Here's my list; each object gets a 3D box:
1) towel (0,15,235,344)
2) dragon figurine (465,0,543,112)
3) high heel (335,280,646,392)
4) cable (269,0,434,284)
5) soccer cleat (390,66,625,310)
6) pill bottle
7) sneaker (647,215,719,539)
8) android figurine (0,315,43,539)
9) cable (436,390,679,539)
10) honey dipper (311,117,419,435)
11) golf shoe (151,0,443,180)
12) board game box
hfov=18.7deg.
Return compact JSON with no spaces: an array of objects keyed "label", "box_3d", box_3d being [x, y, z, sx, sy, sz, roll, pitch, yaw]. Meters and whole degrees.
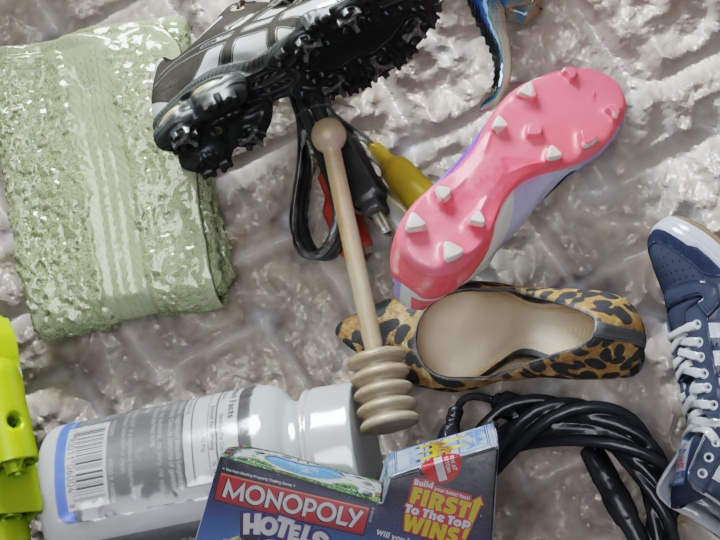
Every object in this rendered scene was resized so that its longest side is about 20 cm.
[{"label":"towel","box_3d":[-0.166,-0.061,1.429,0.147,0.036,0.201,-12,83,10]},{"label":"dragon figurine","box_3d":[0.070,-0.200,1.387,0.099,0.059,0.201,12,87,11]},{"label":"high heel","box_3d":[0.074,0.034,1.322,0.199,0.143,0.072,4,82,10]},{"label":"cable","box_3d":[-0.020,-0.084,1.413,0.097,0.050,0.201,-33,68,18]},{"label":"soccer cleat","box_3d":[0.088,-0.053,1.355,0.067,0.077,0.200,40,61,11]},{"label":"pill bottle","box_3d":[-0.090,0.134,1.360,0.199,0.114,0.115,-11,83,9]},{"label":"sneaker","box_3d":[0.207,0.071,1.319,0.108,0.070,0.201,-31,83,-16]},{"label":"android figurine","box_3d":[-0.245,0.110,1.373,0.041,0.182,0.201,-2,70,-30]},{"label":"cable","box_3d":[0.114,0.178,1.358,0.162,0.051,0.201,9,84,6]},{"label":"honey dipper","box_3d":[0.000,0.000,1.346,0.038,0.038,0.201,-13,74,9]},{"label":"golf shoe","box_3d":[-0.048,-0.145,1.366,0.199,0.078,0.095,-27,49,5]},{"label":"board game box","box_3d":[0.002,0.174,1.277,0.199,0.062,0.201,17,98,-3]}]
